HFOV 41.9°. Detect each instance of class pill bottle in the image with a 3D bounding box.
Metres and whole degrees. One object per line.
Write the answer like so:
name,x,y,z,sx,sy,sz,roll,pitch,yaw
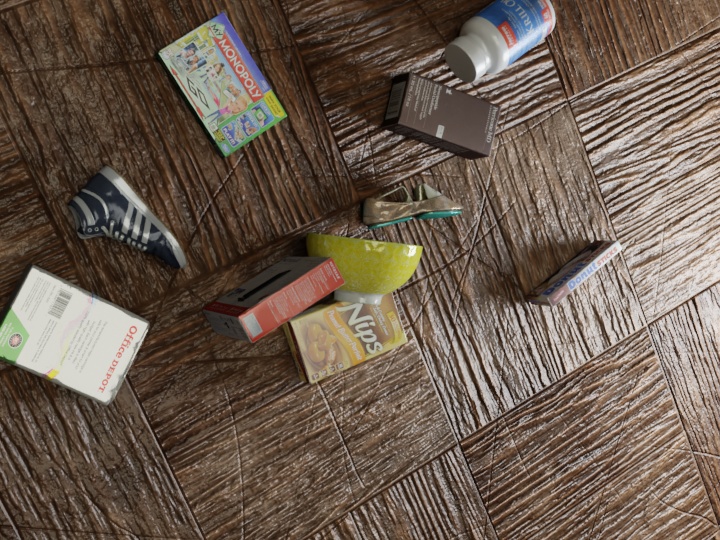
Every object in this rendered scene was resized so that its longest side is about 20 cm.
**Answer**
pill bottle,0.254,-0.433,1.732,0.200,0.112,0.112,-40,106,-18

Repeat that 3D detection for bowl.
bowl,0.000,0.000,1.584,0.200,0.200,0.108,7,92,-24

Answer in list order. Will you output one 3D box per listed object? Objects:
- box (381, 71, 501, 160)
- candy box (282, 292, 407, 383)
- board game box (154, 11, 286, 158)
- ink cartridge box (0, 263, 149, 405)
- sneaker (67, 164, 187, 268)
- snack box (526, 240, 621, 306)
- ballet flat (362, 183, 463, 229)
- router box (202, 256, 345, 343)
box,0.148,-0.278,1.711,0.199,0.075,0.100,15,85,-26
candy box,-0.027,0.107,1.650,0.200,0.055,0.116,-21,99,-22
board game box,-0.230,-0.307,1.563,0.134,0.029,0.200,-37,106,-18
ink cartridge box,-0.449,0.099,1.444,0.200,0.084,0.145,29,80,-22
sneaker,-0.371,-0.058,1.481,0.108,0.070,0.200,-44,101,-22
snack box,0.419,0.004,1.840,0.200,0.072,0.024,-37,107,-19
ballet flat,0.095,-0.121,1.696,0.199,0.068,0.067,-10,88,-25
router box,-0.144,0.042,1.518,0.179,0.200,0.049,-33,104,-21
